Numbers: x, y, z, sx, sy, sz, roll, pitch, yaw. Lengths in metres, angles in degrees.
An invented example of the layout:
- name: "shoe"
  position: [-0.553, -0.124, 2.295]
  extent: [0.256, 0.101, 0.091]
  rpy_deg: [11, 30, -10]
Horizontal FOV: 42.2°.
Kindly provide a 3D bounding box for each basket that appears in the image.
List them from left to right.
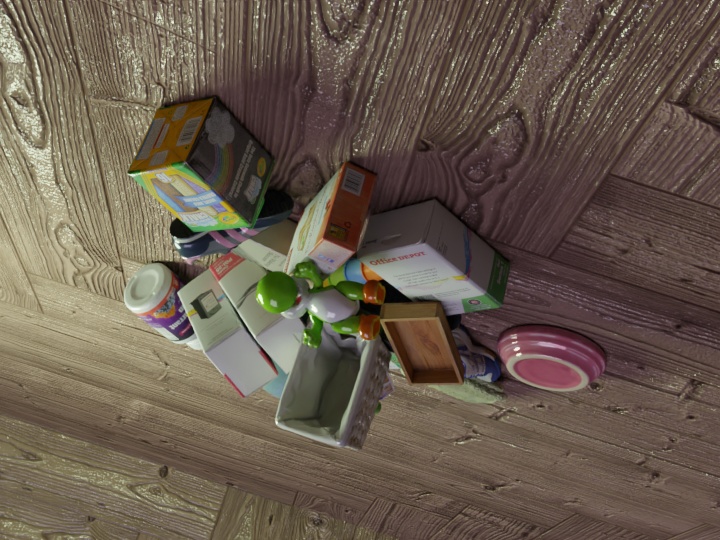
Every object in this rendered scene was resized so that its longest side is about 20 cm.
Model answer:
- name: "basket"
  position: [-0.039, 0.198, 1.600]
  extent: [0.135, 0.201, 0.123]
  rpy_deg: [12, 166, 25]

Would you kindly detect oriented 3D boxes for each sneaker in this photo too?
- name: "sneaker"
  position: [-0.200, -0.068, 1.485]
  extent: [0.199, 0.070, 0.082]
  rpy_deg: [-15, 139, -9]
- name: "sneaker"
  position: [0.087, 0.064, 1.639]
  extent: [0.199, 0.066, 0.078]
  rpy_deg: [12, 174, 22]
- name: "sneaker"
  position: [0.196, 0.179, 1.778]
  extent: [0.075, 0.089, 0.200]
  rpy_deg: [-11, 143, 41]

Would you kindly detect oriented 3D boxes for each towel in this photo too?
- name: "towel"
  position: [0.189, 0.225, 1.904]
  extent: [0.199, 0.037, 0.148]
  rpy_deg: [26, 160, -12]

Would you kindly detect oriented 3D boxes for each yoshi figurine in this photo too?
- name: "yoshi figurine"
  position: [-0.071, 0.046, 1.379]
  extent: [0.199, 0.113, 0.112]
  rpy_deg: [9, 138, 16]

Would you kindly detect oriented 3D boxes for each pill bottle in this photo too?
- name: "pill bottle"
  position: [-0.378, 0.080, 1.907]
  extent: [0.111, 0.112, 0.200]
  rpy_deg: [-2, 148, 33]

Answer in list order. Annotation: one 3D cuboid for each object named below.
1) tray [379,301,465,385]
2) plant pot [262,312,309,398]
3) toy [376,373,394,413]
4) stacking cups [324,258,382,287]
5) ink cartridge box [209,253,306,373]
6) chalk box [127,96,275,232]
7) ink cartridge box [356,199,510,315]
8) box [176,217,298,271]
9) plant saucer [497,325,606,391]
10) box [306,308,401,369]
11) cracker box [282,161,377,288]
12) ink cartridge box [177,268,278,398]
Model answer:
- name: "tray"
  position: [0.107, 0.124, 1.560]
  extent: [0.098, 0.037, 0.200]
  rpy_deg: [-3, 142, 18]
- name: "plant pot"
  position: [-0.114, 0.141, 1.813]
  extent: [0.199, 0.201, 0.135]
  rpy_deg: [24, 121, -13]
- name: "toy"
  position: [0.007, 0.223, 1.809]
  extent: [0.047, 0.115, 0.200]
  rpy_deg: [52, 169, 37]
- name: "stacking cups"
  position: [0.000, 0.000, 1.591]
  extent: [0.060, 0.061, 0.199]
  rpy_deg: [35, 146, -32]
- name: "ink cartridge box"
  position: [-0.171, 0.066, 1.671]
  extent: [0.200, 0.083, 0.147]
  rpy_deg: [51, 176, 38]
- name: "chalk box"
  position: [-0.218, -0.139, 1.382]
  extent: [0.123, 0.125, 0.200]
  rpy_deg: [-3, 146, 34]
- name: "ink cartridge box"
  position: [0.116, -0.015, 1.461]
  extent: [0.144, 0.084, 0.200]
  rpy_deg: [-12, 142, 44]
- name: "box"
  position: [-0.202, -0.073, 1.558]
  extent: [0.199, 0.069, 0.082]
  rpy_deg: [25, 153, -13]
- name: "plant saucer"
  position: [0.346, 0.168, 1.709]
  extent: [0.199, 0.051, 0.201]
  rpy_deg: [14, 153, 8]
- name: "box"
  position: [0.019, 0.120, 1.671]
  extent: [0.199, 0.037, 0.144]
  rpy_deg: [28, 160, -23]
- name: "cracker box"
  position: [-0.052, -0.060, 1.419]
  extent: [0.057, 0.135, 0.200]
  rpy_deg: [22, 153, -14]
- name: "ink cartridge box"
  position: [-0.243, 0.113, 1.707]
  extent: [0.148, 0.085, 0.200]
  rpy_deg: [57, 177, -40]
